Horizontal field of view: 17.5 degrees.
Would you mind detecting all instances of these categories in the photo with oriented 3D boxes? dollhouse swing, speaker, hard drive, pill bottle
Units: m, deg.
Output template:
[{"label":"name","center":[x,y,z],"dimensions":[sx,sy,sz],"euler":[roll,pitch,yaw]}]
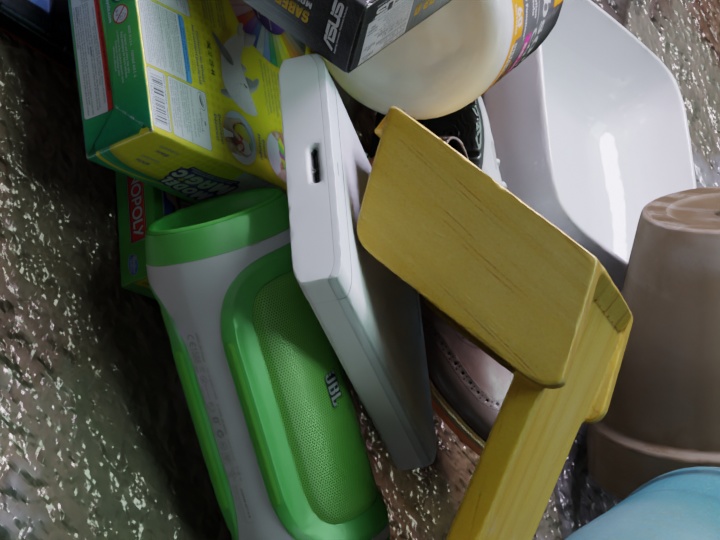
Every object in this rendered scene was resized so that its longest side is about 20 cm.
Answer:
[{"label":"dollhouse swing","center":[0.043,0.050,1.205],"dimensions":[0.182,0.176,0.200],"euler":[38,1,14]},{"label":"speaker","center":[-0.046,0.064,1.181],"dimensions":[0.088,0.088,0.200],"euler":[-34,111,-57]},{"label":"hard drive","center":[0.000,0.000,1.196],"dimensions":[0.200,0.027,0.132],"euler":[65,16,-56]},{"label":"pill bottle","center":[0.054,-0.163,1.349],"dimensions":[0.116,0.116,0.200],"euler":[63,24,-8]}]

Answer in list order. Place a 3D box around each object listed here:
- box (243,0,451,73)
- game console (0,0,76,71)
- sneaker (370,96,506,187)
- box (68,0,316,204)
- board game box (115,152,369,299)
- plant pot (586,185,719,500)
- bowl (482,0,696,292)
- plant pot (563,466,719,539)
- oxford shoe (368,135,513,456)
[{"label":"box","center":[-0.001,-0.202,1.215],"dimensions":[0.158,0.048,0.200],"euler":[36,49,18]},{"label":"game console","center":[-0.163,-0.226,1.171],"dimensions":[0.200,0.119,0.172],"euler":[32,47,-43]},{"label":"sneaker","center":[0.068,-0.038,1.464],"dimensions":[0.115,0.076,0.201],"euler":[6,75,-64]},{"label":"box","center":[-0.073,-0.091,1.229],"dimensions":[0.200,0.048,0.117],"euler":[22,54,-53]},{"label":"board game box","center":[-0.059,-0.030,1.295],"dimensions":[0.200,0.029,0.135],"euler":[23,53,-49]},{"label":"plant pot","center":[0.240,0.042,1.490],"dimensions":[0.200,0.200,0.174],"euler":[-30,119,-58]},{"label":"bowl","center":[0.150,-0.077,1.590],"dimensions":[0.200,0.075,0.200],"euler":[29,48,-45]},{"label":"plant pot","center":[0.160,0.231,1.325],"dimensions":[0.188,0.200,0.200],"euler":[-16,85,-47]},{"label":"oxford shoe","center":[0.064,0.019,1.344],"dimensions":[0.071,0.073,0.200],"euler":[-27,93,-47]}]
